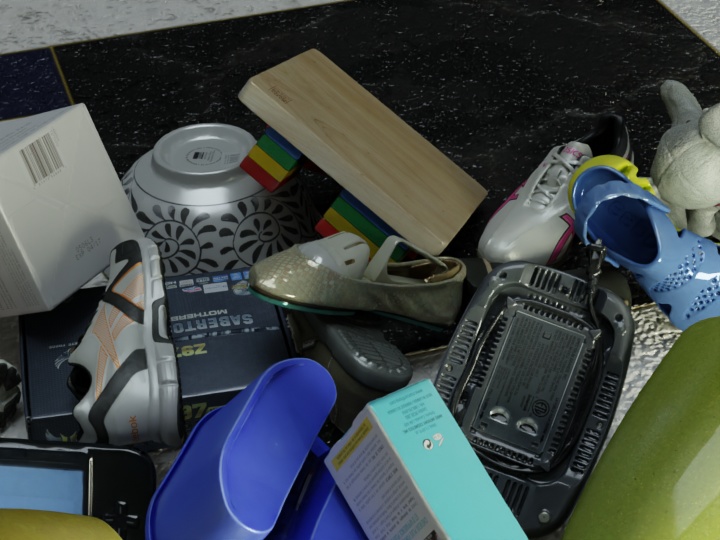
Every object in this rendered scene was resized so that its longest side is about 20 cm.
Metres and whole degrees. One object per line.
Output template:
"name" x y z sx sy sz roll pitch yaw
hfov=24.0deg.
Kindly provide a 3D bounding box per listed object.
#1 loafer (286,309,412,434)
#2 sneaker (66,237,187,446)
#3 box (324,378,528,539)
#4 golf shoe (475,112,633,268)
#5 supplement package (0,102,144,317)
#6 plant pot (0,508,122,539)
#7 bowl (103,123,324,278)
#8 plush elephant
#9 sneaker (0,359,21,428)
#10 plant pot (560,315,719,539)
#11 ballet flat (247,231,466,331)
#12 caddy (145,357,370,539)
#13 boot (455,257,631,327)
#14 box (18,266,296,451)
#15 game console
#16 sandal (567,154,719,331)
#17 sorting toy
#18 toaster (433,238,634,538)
"loafer" -0.020 0.065 1.243 0.075 0.070 0.200 20 11 -16
"sneaker" -0.170 0.046 1.189 0.080 0.074 0.200 -8 37 -6
"box" 0.058 0.170 0.987 0.049 0.082 0.200 -21 70 -32
"golf shoe" 0.161 -0.064 1.417 0.072 0.092 0.200 22 41 29
"supplement package" -0.293 -0.038 1.307 0.199 0.120 0.121 -9 23 38
"plant pot" -0.187 0.209 0.914 0.142 0.201 0.200 -22 38 -28
"bowl" -0.128 -0.062 1.424 0.200 0.095 0.201 -2 34 1
"plush elephant" 0.288 -0.085 1.368 0.164 0.155 0.201 -34 38 30
"sneaker" -0.340 0.107 1.205 0.085 0.077 0.200 22 29 40
"plant pot" 0.203 0.162 1.017 0.187 0.188 0.200 28 58 38
"ballet flat" 0.000 0.000 1.237 0.200 0.063 0.067 10 16 -45
"caddy" -0.052 0.152 1.065 0.141 0.105 0.200 39 36 -7
"boot" 0.154 0.047 1.269 0.138 0.078 0.200 -1 34 -8
"box" -0.152 0.068 1.265 0.199 0.051 0.158 -8 35 -8
"game console" -0.233 0.196 1.021 0.199 0.172 0.118 3 7 6
"sandal" 0.231 -0.008 1.287 0.200 0.080 0.087 38 17 13
"sorting toy" -0.007 -0.083 1.401 0.200 0.070 0.199 40 20 2
"toaster" 0.111 0.080 1.105 0.113 0.201 0.129 19 -8 10
